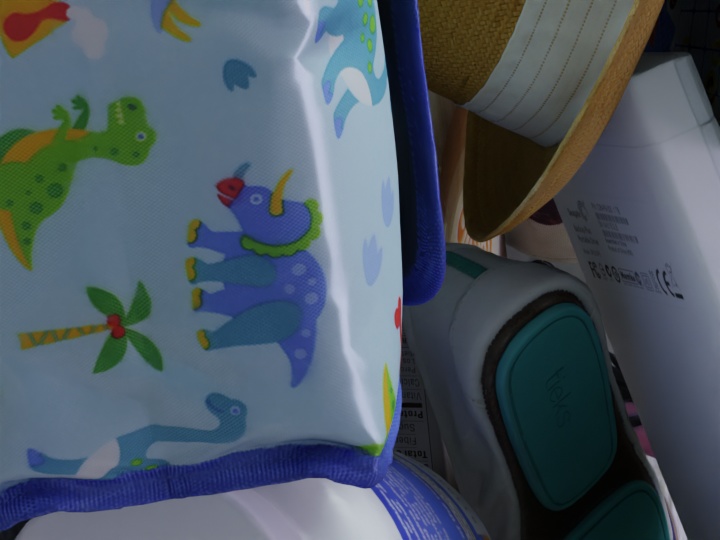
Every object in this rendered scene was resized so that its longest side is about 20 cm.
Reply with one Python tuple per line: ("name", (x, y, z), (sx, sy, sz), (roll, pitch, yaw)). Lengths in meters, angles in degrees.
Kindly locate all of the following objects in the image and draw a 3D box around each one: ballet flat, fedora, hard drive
("ballet flat", (0.054, 0.065, 0.938), (0.200, 0.069, 0.070), (73, 22, -43))
("fedora", (0.035, -0.110, 0.824), (0.201, 0.082, 0.201), (-163, -90, -78))
("hard drive", (0.105, 0.033, 0.874), (0.132, 0.027, 0.201), (-163, -130, -78))

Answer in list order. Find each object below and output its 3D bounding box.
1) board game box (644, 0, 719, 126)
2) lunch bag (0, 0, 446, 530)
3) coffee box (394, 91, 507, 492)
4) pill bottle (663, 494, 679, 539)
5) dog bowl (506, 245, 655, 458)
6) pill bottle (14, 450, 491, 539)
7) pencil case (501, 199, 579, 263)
("board game box", (0.123, -0.124, 0.854), (0.200, 0.056, 0.197), (129, -41, -80))
("lunch bag", (-0.047, -0.052, 0.750), (0.200, 0.127, 0.171), (-92, 175, -72))
("coffee box", (0.000, 0.000, 0.996), (0.114, 0.079, 0.201), (-61, 148, -59))
("pill bottle", (0.060, 0.114, 1.177), (0.200, 0.111, 0.112), (19, 72, -75))
("dog bowl", (0.117, 0.037, 1.261), (0.074, 0.199, 0.200), (-68, 164, -2))
("pill bottle", (-0.030, 0.098, 0.821), (0.200, 0.112, 0.113), (25, 67, -74))
("pencil case", (0.072, -0.102, 1.023), (0.078, 0.089, 0.201), (-28, 115, -43))
